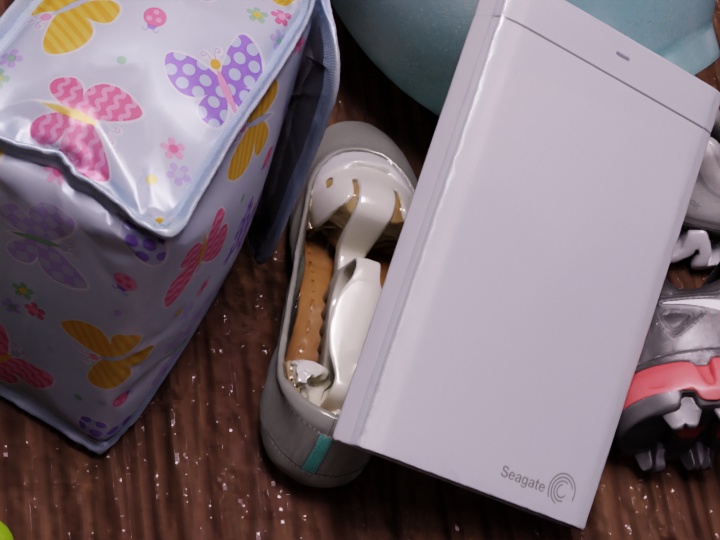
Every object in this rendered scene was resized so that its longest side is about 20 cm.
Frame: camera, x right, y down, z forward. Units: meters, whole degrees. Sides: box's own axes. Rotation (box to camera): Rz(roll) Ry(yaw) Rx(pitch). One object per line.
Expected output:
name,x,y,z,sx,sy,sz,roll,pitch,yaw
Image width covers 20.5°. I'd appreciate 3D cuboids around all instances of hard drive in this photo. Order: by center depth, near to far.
hard drive,0.074,-0.005,0.837,0.131,0.027,0.202,23,83,-35

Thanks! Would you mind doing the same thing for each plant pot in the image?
plant pot,0.089,-0.133,0.937,0.199,0.200,0.135,-30,96,-33

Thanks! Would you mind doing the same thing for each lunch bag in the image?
lunch bag,-0.083,-0.056,0.821,0.126,0.170,0.201,27,52,3

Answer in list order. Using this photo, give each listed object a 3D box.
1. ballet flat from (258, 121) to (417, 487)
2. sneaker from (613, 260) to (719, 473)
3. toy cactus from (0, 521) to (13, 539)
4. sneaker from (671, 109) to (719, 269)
ballet flat,0.000,0.000,0.878,0.067,0.064,0.201,16,53,-8
sneaker,0.203,0.038,0.917,0.198,0.071,0.099,1,59,-17
toy cactus,-0.202,0.106,0.714,0.165,0.103,0.200,-38,64,-16
sneaker,0.226,-0.035,0.971,0.198,0.081,0.076,8,53,-16
